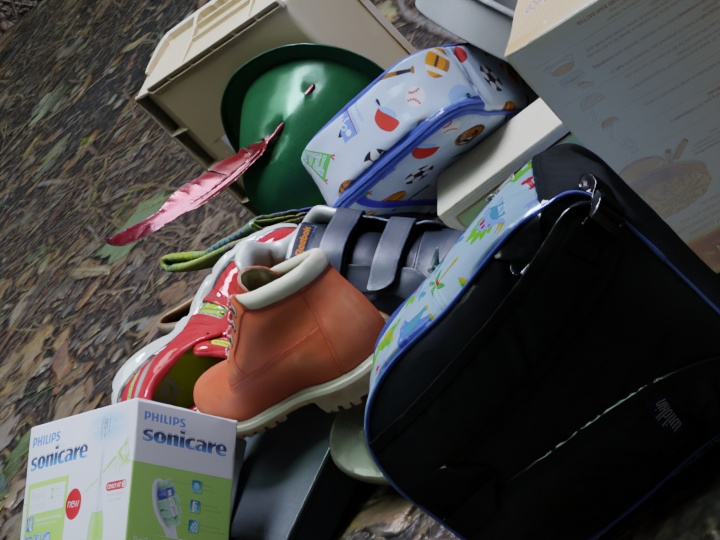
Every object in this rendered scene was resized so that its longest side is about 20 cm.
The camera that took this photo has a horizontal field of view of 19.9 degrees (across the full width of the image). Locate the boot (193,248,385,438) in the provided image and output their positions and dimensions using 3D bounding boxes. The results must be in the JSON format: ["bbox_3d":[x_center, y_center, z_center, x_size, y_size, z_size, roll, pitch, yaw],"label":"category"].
[{"bbox_3d":[-0.061,0.046,1.374,0.199,0.107,0.075,-24,20,46],"label":"boot"}]

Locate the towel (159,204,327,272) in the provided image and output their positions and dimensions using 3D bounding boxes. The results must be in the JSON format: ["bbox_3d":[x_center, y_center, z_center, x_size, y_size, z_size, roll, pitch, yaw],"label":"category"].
[{"bbox_3d":[-0.049,-0.036,1.654,0.199,0.023,0.143,-15,-3,-36],"label":"towel"}]

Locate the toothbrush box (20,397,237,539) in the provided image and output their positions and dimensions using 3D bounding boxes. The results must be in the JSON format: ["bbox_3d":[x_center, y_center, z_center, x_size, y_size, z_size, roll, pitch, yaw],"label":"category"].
[{"bbox_3d":[-0.162,0.200,1.374,0.145,0.086,0.202,-17,63,51],"label":"toothbrush box"}]

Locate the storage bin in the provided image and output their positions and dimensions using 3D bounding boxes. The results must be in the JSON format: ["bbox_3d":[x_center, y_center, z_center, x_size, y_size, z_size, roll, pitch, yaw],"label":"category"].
[{"bbox_3d":[-0.059,-0.151,1.786,0.198,0.200,0.094,-28,29,36],"label":"storage bin"}]

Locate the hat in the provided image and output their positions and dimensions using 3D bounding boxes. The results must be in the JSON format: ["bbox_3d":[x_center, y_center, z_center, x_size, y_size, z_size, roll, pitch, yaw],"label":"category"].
[{"bbox_3d":[-0.063,-0.064,1.676,0.199,0.166,0.177,-25,30,35],"label":"hat"}]

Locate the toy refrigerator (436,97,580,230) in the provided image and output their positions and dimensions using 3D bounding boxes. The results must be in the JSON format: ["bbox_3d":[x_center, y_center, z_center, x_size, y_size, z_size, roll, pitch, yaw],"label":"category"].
[{"bbox_3d":[0.153,-0.083,1.444,0.199,0.076,0.070,-37,22,19],"label":"toy refrigerator"}]

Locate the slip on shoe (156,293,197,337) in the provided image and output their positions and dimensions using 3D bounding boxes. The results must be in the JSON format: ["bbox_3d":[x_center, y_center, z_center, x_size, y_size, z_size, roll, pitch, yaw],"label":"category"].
[{"bbox_3d":[-0.073,0.013,1.594,0.199,0.061,0.076,-34,23,28],"label":"slip on shoe"}]

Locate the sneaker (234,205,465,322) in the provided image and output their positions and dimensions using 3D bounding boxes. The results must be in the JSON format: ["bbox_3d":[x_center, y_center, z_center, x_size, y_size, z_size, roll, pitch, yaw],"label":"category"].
[{"bbox_3d":[0.000,0.000,1.391,0.199,0.080,0.079,-13,38,31],"label":"sneaker"}]

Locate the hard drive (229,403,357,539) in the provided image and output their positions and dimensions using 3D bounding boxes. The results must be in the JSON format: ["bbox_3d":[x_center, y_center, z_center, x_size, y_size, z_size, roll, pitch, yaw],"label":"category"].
[{"bbox_3d":[-0.059,0.132,1.462,0.200,0.033,0.140,-1,60,62],"label":"hard drive"}]

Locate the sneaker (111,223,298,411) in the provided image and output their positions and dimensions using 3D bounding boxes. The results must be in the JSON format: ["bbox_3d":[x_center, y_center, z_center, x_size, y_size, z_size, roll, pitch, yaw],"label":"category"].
[{"bbox_3d":[-0.095,0.052,1.497,0.200,0.077,0.085,-49,20,-9],"label":"sneaker"}]

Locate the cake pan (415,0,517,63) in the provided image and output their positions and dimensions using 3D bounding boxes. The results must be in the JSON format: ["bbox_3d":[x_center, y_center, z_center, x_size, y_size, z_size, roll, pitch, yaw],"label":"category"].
[{"bbox_3d":[0.126,-0.180,1.534,0.200,0.199,0.037,-116,49,-68],"label":"cake pan"}]

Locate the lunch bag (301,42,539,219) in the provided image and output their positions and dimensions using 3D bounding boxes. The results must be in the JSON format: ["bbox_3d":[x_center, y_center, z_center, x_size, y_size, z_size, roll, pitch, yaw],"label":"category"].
[{"bbox_3d":[0.054,-0.097,1.537,0.160,0.076,0.199,-42,-19,25],"label":"lunch bag"}]

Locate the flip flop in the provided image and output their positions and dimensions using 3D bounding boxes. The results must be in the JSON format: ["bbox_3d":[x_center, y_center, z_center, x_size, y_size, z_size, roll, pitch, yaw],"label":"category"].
[{"bbox_3d":[0.047,0.094,1.296,0.199,0.057,0.082,-6,78,48],"label":"flip flop"}]

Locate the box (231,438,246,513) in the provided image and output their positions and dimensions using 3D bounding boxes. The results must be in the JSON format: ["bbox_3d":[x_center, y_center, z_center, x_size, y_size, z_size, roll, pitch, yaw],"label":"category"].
[{"bbox_3d":[-0.155,0.185,1.503,0.200,0.035,0.111,-22,52,55],"label":"box"}]

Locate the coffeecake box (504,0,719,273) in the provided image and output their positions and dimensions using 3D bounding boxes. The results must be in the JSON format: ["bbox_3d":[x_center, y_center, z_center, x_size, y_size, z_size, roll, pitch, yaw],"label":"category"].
[{"bbox_3d":[0.209,-0.112,1.219,0.153,0.200,0.073,-30,25,32],"label":"coffeecake box"}]

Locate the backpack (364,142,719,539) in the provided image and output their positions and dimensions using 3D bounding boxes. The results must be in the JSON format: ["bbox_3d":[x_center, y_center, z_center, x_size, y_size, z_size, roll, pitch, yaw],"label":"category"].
[{"bbox_3d":[0.106,0.051,1.144,0.200,0.183,0.147,-45,14,15],"label":"backpack"}]
